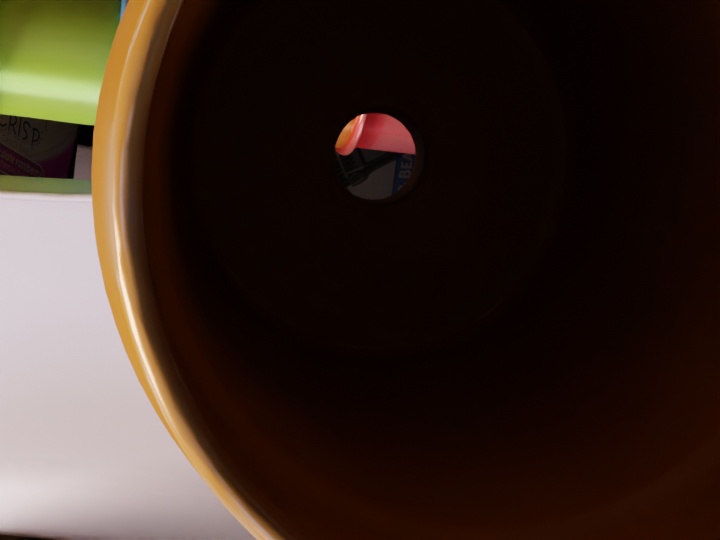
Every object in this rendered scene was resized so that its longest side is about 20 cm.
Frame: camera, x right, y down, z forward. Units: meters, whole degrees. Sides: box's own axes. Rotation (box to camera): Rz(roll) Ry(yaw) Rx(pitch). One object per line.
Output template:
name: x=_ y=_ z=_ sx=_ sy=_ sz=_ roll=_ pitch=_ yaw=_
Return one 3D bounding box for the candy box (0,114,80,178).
candy box: x=-0.218 y=-0.058 z=0.793 sx=0.198 sy=0.062 sz=0.136 roll=1 pitch=166 yaw=23

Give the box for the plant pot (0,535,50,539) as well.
plant pot: x=-0.078 y=0.118 z=0.854 sx=0.198 sy=0.028 sz=0.200 roll=3 pitch=-177 yaw=0

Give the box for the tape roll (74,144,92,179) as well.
tape roll: x=-0.159 y=0.027 z=0.960 sx=0.201 sy=0.140 sz=0.203 roll=5 pitch=170 yaw=1

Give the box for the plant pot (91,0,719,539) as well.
plant pot: x=0.025 y=-0.025 z=0.560 sx=0.199 sy=0.202 sz=0.183 roll=9 pitch=-177 yaw=-14

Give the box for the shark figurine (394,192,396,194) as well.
shark figurine: x=0.033 y=0.014 z=0.735 sx=0.089 sy=0.216 sz=0.128 roll=14 pitch=-164 yaw=-38

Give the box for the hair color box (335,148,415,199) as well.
hair color box: x=0.000 y=0.000 z=0.831 sx=0.198 sy=0.112 sz=0.064 roll=3 pitch=166 yaw=14

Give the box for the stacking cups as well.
stacking cups: x=-0.060 y=-0.063 z=0.690 sx=0.198 sy=0.061 sz=0.060 roll=9 pitch=168 yaw=-16

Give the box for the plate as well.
plate: x=-0.105 y=0.028 z=0.771 sx=0.198 sy=0.032 sz=0.200 roll=4 pitch=140 yaw=9
